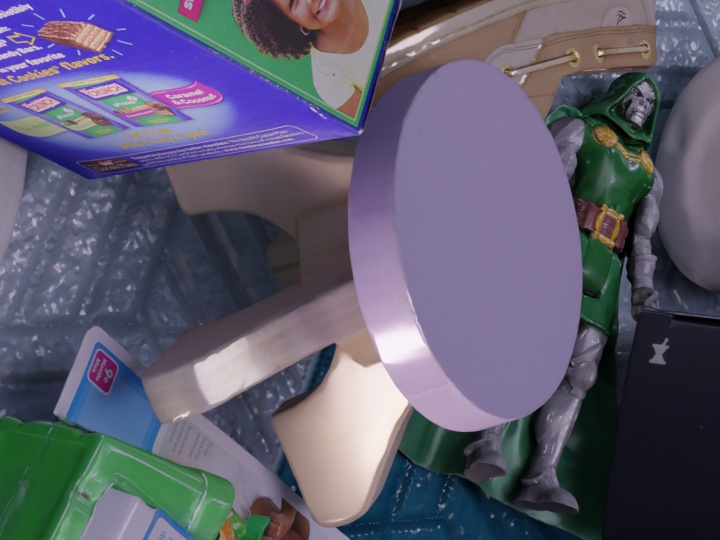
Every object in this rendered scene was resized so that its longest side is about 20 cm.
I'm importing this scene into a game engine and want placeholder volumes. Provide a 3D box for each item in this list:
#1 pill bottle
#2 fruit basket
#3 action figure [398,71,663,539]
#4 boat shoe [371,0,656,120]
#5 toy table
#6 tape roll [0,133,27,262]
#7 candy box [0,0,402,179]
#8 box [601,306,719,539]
[{"bbox_3d":[0.240,-0.031,1.353,0.199,0.113,0.115,12,82,-38],"label":"pill bottle"},{"bbox_3d":[-0.075,0.150,1.112,0.200,0.093,0.186,42,65,-34],"label":"fruit basket"},{"bbox_3d":[0.091,0.003,1.275,0.118,0.055,0.201,29,67,-32],"label":"action figure"},{"bbox_3d":[0.055,-0.084,1.231,0.199,0.074,0.070,-24,101,-35],"label":"boat shoe"},{"bbox_3d":[0.000,0.000,1.110,0.200,0.117,0.185,-22,95,-66],"label":"toy table"},{"bbox_3d":[-0.211,-0.050,1.041,0.202,0.037,0.204,0,90,-38],"label":"tape roll"},{"bbox_3d":[-0.113,-0.107,0.989,0.199,0.169,0.077,25,70,-36],"label":"candy box"},{"bbox_3d":[0.220,0.088,1.283,0.200,0.147,0.105,15,84,-52],"label":"box"}]
